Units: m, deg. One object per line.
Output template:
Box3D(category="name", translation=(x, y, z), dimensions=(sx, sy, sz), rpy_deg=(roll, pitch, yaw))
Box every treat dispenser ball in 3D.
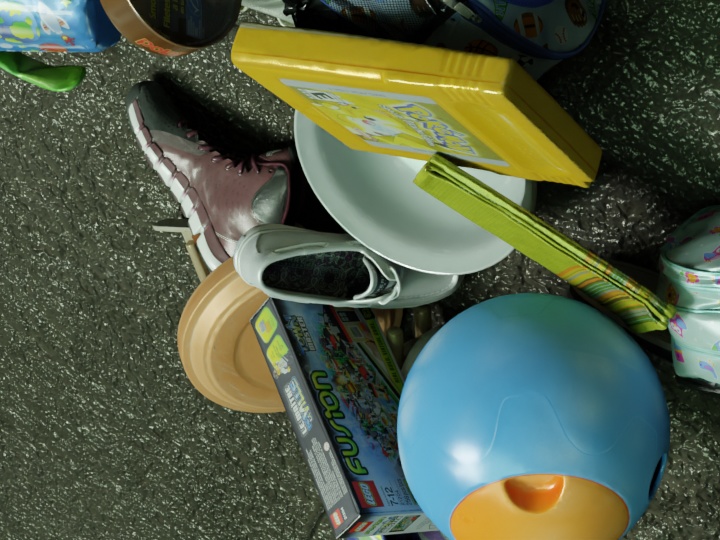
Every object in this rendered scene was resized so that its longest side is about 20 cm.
Box3D(category="treat dispenser ball", translation=(0.126, 0.117, 1.109), dimensions=(0.199, 0.201, 0.202), rpy_deg=(18, 134, 20))

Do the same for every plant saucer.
Box3D(category="plant saucer", translation=(-0.057, 0.053, 1.294), dimensions=(0.198, 0.032, 0.201), rpy_deg=(-12, 135, -12))

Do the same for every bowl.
Box3D(category="bowl", translation=(0.056, -0.103, 1.136), dimensions=(0.199, 0.091, 0.202), rpy_deg=(18, 134, 20))

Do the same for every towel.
Box3D(category="towel", translation=(0.124, -0.015, 1.058), dimensions=(0.199, 0.018, 0.086), rpy_deg=(33, 170, -1))

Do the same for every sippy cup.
Box3D(category="sippy cup", translation=(-0.257, -0.234, 1.219), dimensions=(0.129, 0.141, 0.178), rpy_deg=(10, 170, 13))

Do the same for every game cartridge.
Box3D(category="game cartridge", translation=(0.041, -0.103, 0.973), dimensions=(0.199, 0.033, 0.176), rpy_deg=(14, 172, 32))

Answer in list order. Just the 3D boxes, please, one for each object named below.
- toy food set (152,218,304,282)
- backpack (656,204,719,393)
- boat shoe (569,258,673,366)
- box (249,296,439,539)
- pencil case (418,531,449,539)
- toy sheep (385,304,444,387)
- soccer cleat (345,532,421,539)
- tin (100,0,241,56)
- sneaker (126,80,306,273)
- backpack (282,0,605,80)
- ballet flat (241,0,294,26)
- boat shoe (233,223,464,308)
Box3D(category="toy food set", translation=(-0.098, 0.039, 1.384), dimensions=(0.142, 0.060, 0.201), rpy_deg=(2, 126, 32))
Box3D(category="backpack", translation=(0.305, 0.021, 1.042), dimensions=(0.199, 0.166, 0.128), rpy_deg=(0, 109, 41))
Box3D(category="boat shoe", translation=(0.245, 0.060, 1.161), dimensions=(0.199, 0.073, 0.063), rpy_deg=(26, 133, 6))
Box3D(category="box", translation=(-0.005, 0.113, 1.192), dimensions=(0.035, 0.109, 0.201), rpy_deg=(-47, 55, 35))
Box3D(category="pencil case", translation=(0.079, 0.233, 1.340), dimensions=(0.086, 0.200, 0.084), rpy_deg=(49, 177, -34))
Box3D(category="toy sheep", translation=(0.075, 0.106, 1.276), dimensions=(0.199, 0.138, 0.139), rpy_deg=(14, 133, 34))
Box3D(category="soccer cleat", translation=(0.002, 0.157, 1.277), dimensions=(0.083, 0.064, 0.202), rpy_deg=(-19, 91, 45))
Box3D(category="tin", translation=(-0.139, -0.251, 1.081), dimensions=(0.042, 0.202, 0.111), rpy_deg=(-13, 162, 42))
Box3D(category="sneaker", translation=(-0.108, -0.095, 1.276), dimensions=(0.115, 0.076, 0.201), rpy_deg=(-33, 84, 21))
Box3D(category="backpack", translation=(0.073, -0.210, 0.976), dimensions=(0.190, 0.201, 0.154), rpy_deg=(37, 145, -24))
Box3D(category="ballet flat", translation=(-0.076, -0.216, 1.151), dimensions=(0.198, 0.068, 0.064), rpy_deg=(21, 146, 20))
Box3D(category="boat shoe", translation=(0.000, 0.000, 1.207), dimensions=(0.198, 0.069, 0.073), rpy_deg=(11, 108, -25))
